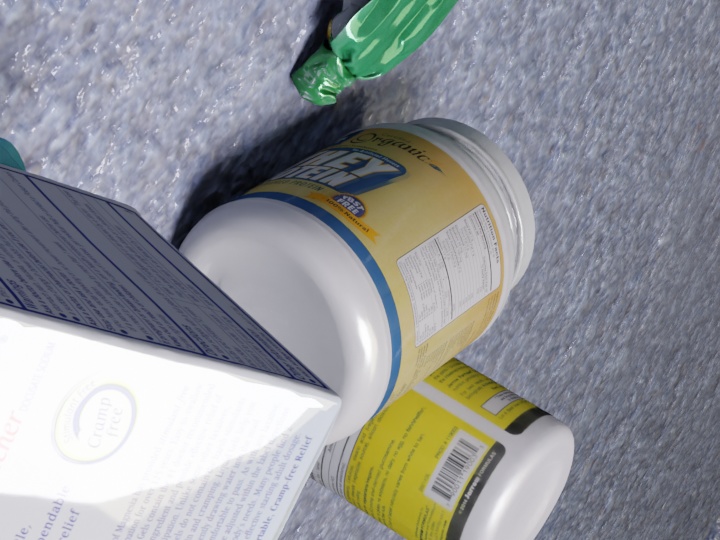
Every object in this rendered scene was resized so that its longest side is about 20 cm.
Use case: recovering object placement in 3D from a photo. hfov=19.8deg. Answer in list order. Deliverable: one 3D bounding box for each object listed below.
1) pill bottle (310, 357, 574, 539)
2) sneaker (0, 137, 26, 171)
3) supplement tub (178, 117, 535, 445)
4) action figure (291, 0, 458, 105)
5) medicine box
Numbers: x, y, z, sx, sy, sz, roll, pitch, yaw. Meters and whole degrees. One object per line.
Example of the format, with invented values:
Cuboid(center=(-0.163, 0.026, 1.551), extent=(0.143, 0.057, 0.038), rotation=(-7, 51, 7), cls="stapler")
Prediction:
Cuboid(center=(0.024, 0.098, 1.291), extent=(0.112, 0.199, 0.113), rotation=(-46, 154, -30), cls="pill bottle")
Cuboid(center=(-0.173, 0.027, 0.948), extent=(0.080, 0.077, 0.201), rotation=(-52, 158, -43), cls="sneaker")
Cuboid(center=(0.000, 0.000, 1.191), extent=(0.200, 0.144, 0.145), rotation=(-33, 146, -49), cls="supplement tub")
Cuboid(center=(0.031, -0.174, 1.165), extent=(0.200, 0.055, 0.118), rotation=(-51, 159, -4), cls="action figure")
Cuboid(center=(-0.143, 0.031, 0.779), extent=(0.199, 0.182, 0.103), rotation=(16, 105, -39), cls="medicine box")
